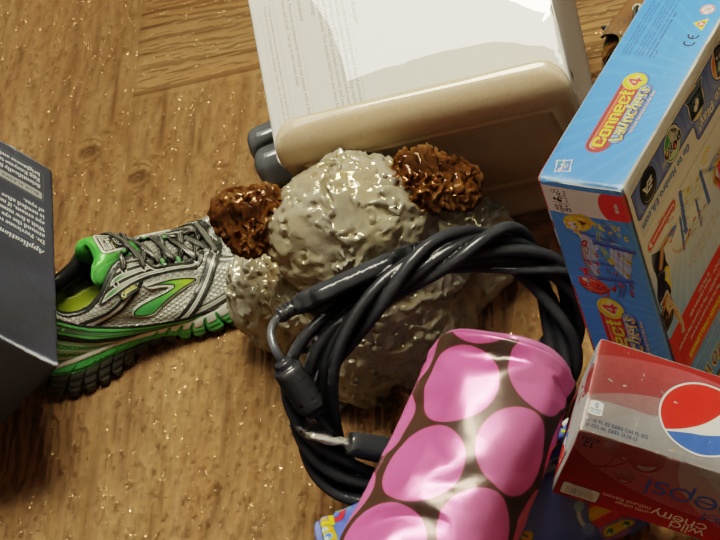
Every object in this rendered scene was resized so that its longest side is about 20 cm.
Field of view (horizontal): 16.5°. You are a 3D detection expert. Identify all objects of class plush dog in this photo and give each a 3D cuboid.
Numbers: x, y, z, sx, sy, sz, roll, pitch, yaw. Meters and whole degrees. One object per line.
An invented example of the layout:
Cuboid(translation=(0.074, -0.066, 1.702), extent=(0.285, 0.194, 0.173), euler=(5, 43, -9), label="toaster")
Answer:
Cuboid(translation=(0.000, 0.000, 1.543), extent=(0.200, 0.172, 0.161), euler=(-14, 42, 7), label="plush dog")

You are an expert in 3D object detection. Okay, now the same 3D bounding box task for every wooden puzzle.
Cuboid(translation=(0.055, -0.077, 1.588), extent=(0.185, 0.200, 0.037), euler=(-13, 70, 9), label="wooden puzzle")

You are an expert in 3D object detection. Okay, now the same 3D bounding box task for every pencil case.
Cuboid(translation=(0.041, 0.127, 1.354), extent=(0.094, 0.091, 0.200), euler=(11, 61, 33), label="pencil case")
Cuboid(translation=(0.071, 0.143, 1.432), extent=(0.200, 0.078, 0.087), euler=(-23, 43, -2), label="pencil case")

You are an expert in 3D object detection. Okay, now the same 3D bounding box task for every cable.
Cuboid(translation=(0.052, 0.059, 1.476), extent=(0.200, 0.163, 0.051), euler=(-24, 11, -7), label="cable")

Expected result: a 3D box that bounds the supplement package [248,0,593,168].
Cuboid(translation=(0.045, -0.136, 1.653), extent=(0.200, 0.120, 0.121), euler=(-14, 75, 13), label="supplement package")

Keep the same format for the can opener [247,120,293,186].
Cuboid(translation=(0.013, -0.125, 1.751), extent=(0.200, 0.067, 0.053), euler=(-21, 40, 0), label="can opener")

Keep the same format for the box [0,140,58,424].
Cuboid(translation=(-0.299, 0.032, 1.615), extent=(0.197, 0.117, 0.200), euler=(-44, 33, 27), label="box")

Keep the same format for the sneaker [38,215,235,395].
Cuboid(translation=(-0.140, 0.006, 1.662), extent=(0.200, 0.085, 0.078), euler=(-29, 42, -10), label="sneaker")

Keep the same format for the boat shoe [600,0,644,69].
Cuboid(translation=(0.196, -0.160, 1.709), extent=(0.068, 0.072, 0.200), euler=(-11, 42, 10), label="boat shoe")

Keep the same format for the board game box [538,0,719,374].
Cuboid(translation=(0.192, -0.048, 1.497), extent=(0.056, 0.196, 0.200), euler=(9, 49, 31), label="board game box")

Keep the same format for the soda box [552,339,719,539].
Cuboid(translation=(0.211, 0.109, 1.362), extent=(0.200, 0.063, 0.070), euler=(18, 49, 1), label="soda box")
